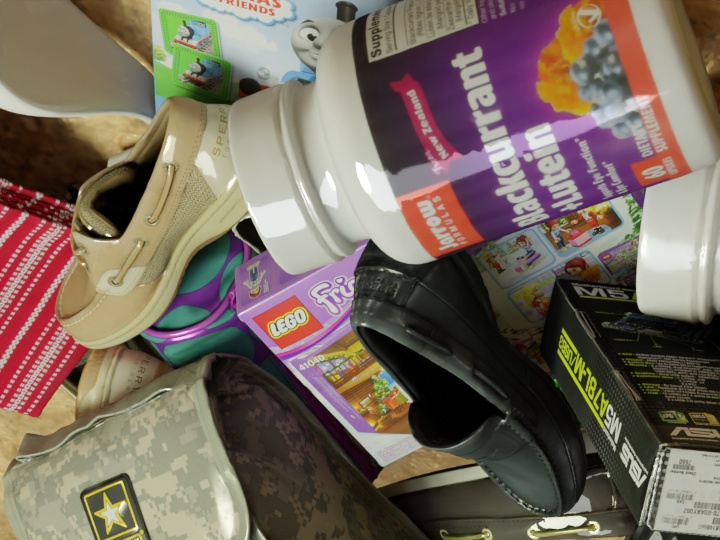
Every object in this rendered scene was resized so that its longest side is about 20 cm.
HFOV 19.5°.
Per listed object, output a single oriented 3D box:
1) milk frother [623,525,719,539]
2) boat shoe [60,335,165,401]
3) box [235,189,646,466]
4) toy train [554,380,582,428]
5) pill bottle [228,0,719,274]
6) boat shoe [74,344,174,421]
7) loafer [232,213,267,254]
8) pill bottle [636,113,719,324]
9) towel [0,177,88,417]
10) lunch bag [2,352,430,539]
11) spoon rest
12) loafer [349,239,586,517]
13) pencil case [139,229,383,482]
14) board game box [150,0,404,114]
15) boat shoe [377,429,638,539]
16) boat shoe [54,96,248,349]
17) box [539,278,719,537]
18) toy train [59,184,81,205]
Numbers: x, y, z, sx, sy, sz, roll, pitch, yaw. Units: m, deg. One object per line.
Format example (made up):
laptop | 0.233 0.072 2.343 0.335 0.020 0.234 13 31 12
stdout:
milk frother | 0.256 0.214 1.133 0.187 0.201 0.181 19 137 -17
boat shoe | -0.178 0.036 1.253 0.072 0.065 0.200 -17 130 41
box | 0.056 0.006 1.051 0.199 0.039 0.137 -28 128 18
toy train | 0.155 0.099 1.192 0.056 0.042 0.200 -13 133 24
pill bottle | 0.048 -0.068 0.910 0.199 0.112 0.112 -19 132 14
boat shoe | -0.124 0.126 1.239 0.069 0.074 0.201 10 138 10
loafer | 0.000 0.000 1.113 0.200 0.069 0.075 37 142 -21
pill bottle | 0.230 -0.011 0.943 0.198 0.115 0.115 10 143 15
towel | -0.223 0.008 1.136 0.199 0.023 0.145 21 121 -36
lunch bag | -0.083 0.148 1.137 0.163 0.118 0.200 -27 116 34
spoon rest | -0.150 -0.099 1.056 0.060 0.100 0.200 -20 146 16
loafer | 0.050 0.062 1.014 0.068 0.071 0.201 4 142 38
pencil case | -0.050 0.052 1.179 0.092 0.085 0.200 20 159 41
board game box | -0.025 -0.128 0.986 0.150 0.037 0.201 15 143 8
boat shoe | 0.072 0.135 1.169 0.071 0.061 0.201 -6 168 -42
boat shoe | -0.115 -0.028 1.066 0.064 0.072 0.200 16 140 -27
box | 0.199 0.066 0.963 0.198 0.193 0.048 6 107 -12
toy train | -0.115 0.019 1.230 0.046 0.034 0.200 -1 140 45
